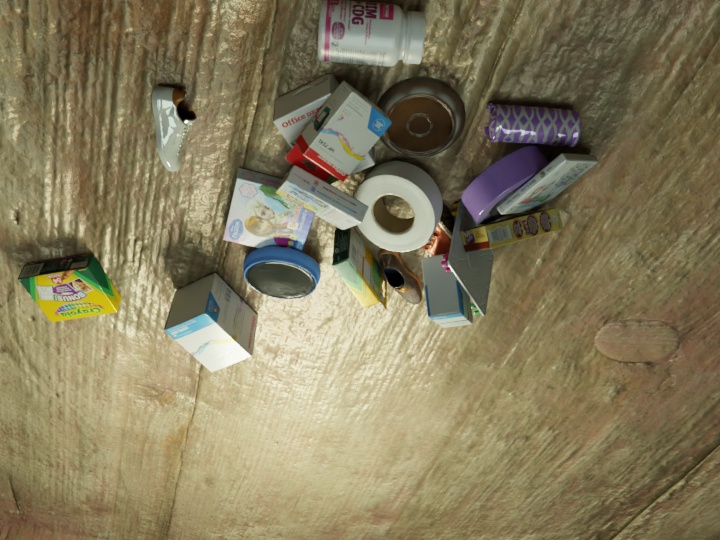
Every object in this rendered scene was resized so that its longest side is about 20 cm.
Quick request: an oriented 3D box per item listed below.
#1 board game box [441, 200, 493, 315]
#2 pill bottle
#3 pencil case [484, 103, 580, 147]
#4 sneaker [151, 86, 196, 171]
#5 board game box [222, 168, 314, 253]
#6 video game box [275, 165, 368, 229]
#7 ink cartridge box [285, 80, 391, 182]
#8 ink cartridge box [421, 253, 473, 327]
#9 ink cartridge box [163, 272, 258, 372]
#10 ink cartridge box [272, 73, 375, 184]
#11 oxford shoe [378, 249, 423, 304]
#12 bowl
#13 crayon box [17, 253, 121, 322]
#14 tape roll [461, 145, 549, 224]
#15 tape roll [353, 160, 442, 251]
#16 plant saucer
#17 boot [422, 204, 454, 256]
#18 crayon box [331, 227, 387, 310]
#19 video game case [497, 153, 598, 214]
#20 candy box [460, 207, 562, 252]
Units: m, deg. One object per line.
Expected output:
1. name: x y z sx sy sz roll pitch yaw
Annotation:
1. board game box: 0.256 -0.028 1.769 0.026 0.201 0.200 -12 134 31
2. pill bottle: 0.020 -0.451 1.425 0.198 0.114 0.114 4 134 -3
3. pencil case: 0.363 -0.302 1.579 0.198 0.085 0.086 5 160 -2
4. sneaker: -0.395 -0.298 1.614 0.084 0.073 0.201 4 133 2
5. board game box: -0.215 -0.133 1.789 0.198 0.041 0.201 13 133 -10
6. video game box: -0.088 -0.155 1.630 0.181 0.047 0.200 26 173 -11
7. ink cartridge box: -0.047 -0.263 1.510 0.116 0.067 0.200 30 108 -34
8. ink cartridge box: 0.214 0.053 1.825 0.083 0.147 0.200 -10 166 14
9. ink cartridge box: -0.391 0.141 1.987 0.144 0.148 0.200 -22 129 22
10. ink cartridge box: -0.076 -0.294 1.598 0.144 0.084 0.200 -21 129 18
11. oxford shoe: 0.102 0.033 1.917 0.071 0.073 0.200 -23 129 22
12. bowl: -0.200 0.011 1.897 0.198 0.040 0.201 4 148 3
13. crayon box: -0.763 0.049 1.972 0.198 0.059 0.173 -8 133 10
14. tape roll: 0.320 -0.183 1.627 0.199 0.066 0.200 -30 166 -8
15. tape roll: 0.085 -0.144 1.705 0.201 0.071 0.204 12 127 16
16. plant saucer: 0.127 -0.318 1.608 0.198 0.032 0.201 2 134 2
17. boot: 0.185 -0.085 1.804 0.106 0.075 0.200 -17 132 24
18. crayon box: 0.000 0.000 1.851 0.051 0.126 0.200 -20 130 21
19. video game case: 0.406 -0.186 1.616 0.182 0.024 0.199 -41 162 32
20. candy box: 0.344 -0.092 1.706 0.198 0.057 0.117 -16 -177 -20
